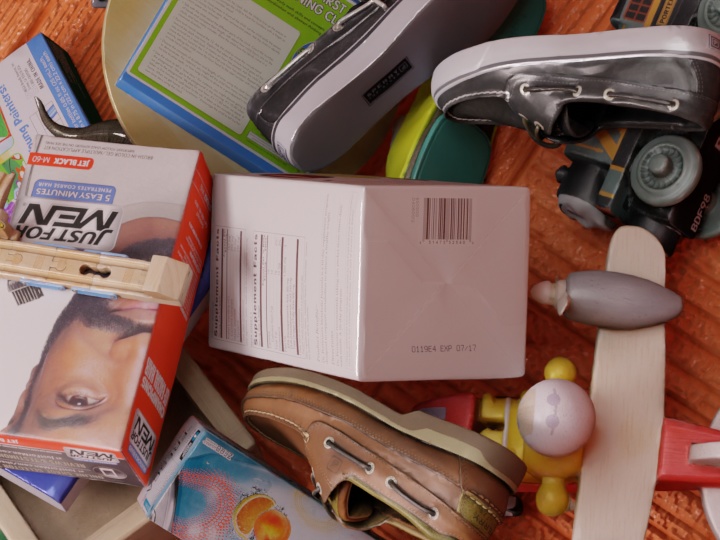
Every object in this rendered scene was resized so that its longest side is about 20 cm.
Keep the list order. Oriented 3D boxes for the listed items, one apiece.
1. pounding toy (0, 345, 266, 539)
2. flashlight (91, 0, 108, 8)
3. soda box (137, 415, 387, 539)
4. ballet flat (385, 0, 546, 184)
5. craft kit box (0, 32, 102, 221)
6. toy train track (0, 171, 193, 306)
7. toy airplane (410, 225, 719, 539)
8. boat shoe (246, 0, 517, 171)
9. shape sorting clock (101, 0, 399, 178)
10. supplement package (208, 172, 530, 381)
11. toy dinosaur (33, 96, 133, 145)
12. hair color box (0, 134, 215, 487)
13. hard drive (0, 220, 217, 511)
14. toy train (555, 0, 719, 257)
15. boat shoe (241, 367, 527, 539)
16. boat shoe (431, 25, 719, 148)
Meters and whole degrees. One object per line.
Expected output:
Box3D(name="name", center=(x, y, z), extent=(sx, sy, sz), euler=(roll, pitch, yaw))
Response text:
Box3D(name="pounding toy", center=(-0.183, 0.130, 1.530), extent=(0.200, 0.142, 0.184), euler=(-36, 62, -8))
Box3D(name="flashlight", center=(-0.077, -0.212, 1.573), extent=(0.199, 0.068, 0.068), euler=(1, 43, -7))
Box3D(name="soda box", center=(-0.032, 0.167, 1.416), extent=(0.200, 0.068, 0.064), euler=(33, 88, -12))
Box3D(name="ballet flat", center=(0.057, -0.103, 1.536), extent=(0.067, 0.067, 0.200), euler=(13, 75, 48))
Box3D(name="craft kit box", center=(-0.250, -0.030, 1.652), extent=(0.197, 0.049, 0.200), euler=(-33, 63, 8))
Box3D(name="toy train track", center=(-0.197, -0.010, 1.404), extent=(0.199, 0.033, 0.115), euler=(9, 65, 16))
Box3D(name="toy airplane", center=(0.140, 0.100, 1.382), extent=(0.199, 0.141, 0.200), euler=(-40, 62, 7))
Box3D(name="boat shoe", center=(0.016, -0.147, 1.487), extent=(0.199, 0.074, 0.068), euler=(-44, 55, 0))
Box3D(name="shape sorting clock", center=(-0.067, -0.139, 1.521), extent=(0.199, 0.039, 0.201), euler=(0, 91, -15))
Box3D(name="supplement package", center=(0.000, 0.000, 1.406), extent=(0.200, 0.113, 0.110), euler=(8, 97, 61))
Box3D(name="toy dinosaur", center=(-0.116, -0.070, 1.555), extent=(0.077, 0.200, 0.102), euler=(-52, 19, -10))
Box3D(name="hair color box", center=(-0.163, 0.022, 1.435), extent=(0.111, 0.064, 0.201), euler=(6, 66, 13))
Box3D(name="hard drive", center=(-0.180, 0.035, 1.482), extent=(0.132, 0.025, 0.200), euler=(26, 71, 22))
Box3D(name="toy train", center=(0.193, -0.107, 1.465), extent=(0.114, 0.085, 0.200), euler=(19, 84, 40))
Box3D(name="boat shoe", center=(-0.002, 0.109, 1.357), extent=(0.200, 0.072, 0.068), euler=(14, 69, 43))
Box3D(name="boat shoe", center=(0.124, -0.104, 1.421), extent=(0.200, 0.069, 0.057), euler=(-5, 69, 37))
